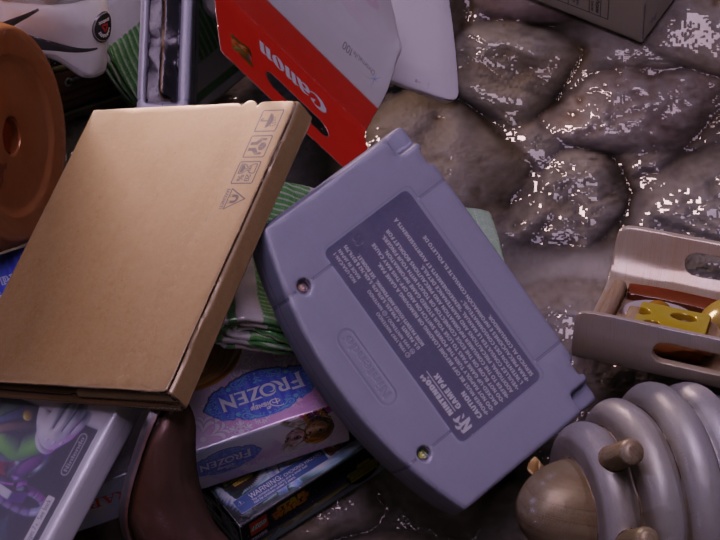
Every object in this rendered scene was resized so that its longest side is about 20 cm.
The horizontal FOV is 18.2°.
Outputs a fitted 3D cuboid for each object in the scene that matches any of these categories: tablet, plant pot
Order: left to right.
[{"bbox_3d":[-0.278,-0.083,1.419,0.139,0.200,0.201,-1,50,20],"label":"plant pot"},{"bbox_3d":[-0.021,-0.194,1.569,0.199,0.014,0.131,18,46,-25],"label":"tablet"}]

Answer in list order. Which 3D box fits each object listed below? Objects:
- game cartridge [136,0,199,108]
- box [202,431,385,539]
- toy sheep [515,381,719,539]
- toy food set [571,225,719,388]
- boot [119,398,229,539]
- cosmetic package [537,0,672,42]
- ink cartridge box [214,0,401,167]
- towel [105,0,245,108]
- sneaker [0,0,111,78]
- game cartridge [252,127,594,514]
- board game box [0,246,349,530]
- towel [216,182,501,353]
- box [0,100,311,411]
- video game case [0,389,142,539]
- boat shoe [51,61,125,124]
[{"bbox_3d":[-0.125,-0.140,1.470,0.041,0.133,0.201,3,70,-6],"label":"game cartridge"},{"bbox_3d":[-0.030,0.073,1.400,0.200,0.040,0.137,-31,55,-20],"label":"box"},{"bbox_3d":[0.182,0.125,1.291,0.199,0.138,0.138,-5,50,-17],"label":"toy sheep"},{"bbox_3d":[0.214,0.019,1.370,0.143,0.061,0.200,12,17,11],"label":"toy food set"},{"bbox_3d":[-0.034,0.170,1.250,0.199,0.187,0.064,11,21,16],"label":"boot"},{"bbox_3d":[0.134,-0.254,1.617,0.199,0.105,0.071,26,56,20],"label":"cosmetic package"},{"bbox_3d":[-0.033,-0.164,1.424,0.057,0.162,0.200,-36,38,16],"label":"ink cartridge box"},{"bbox_3d":[-0.148,-0.208,1.561,0.152,0.023,0.200,-42,103,-30],"label":"towel"},{"bbox_3d":[-0.249,-0.164,1.500,0.199,0.089,0.074,10,26,36],"label":"sneaker"},{"bbox_3d":[0.031,0.033,1.302,0.133,0.041,0.200,-37,92,-26],"label":"game cartridge"},{"bbox_3d":[-0.132,0.051,1.373,0.199,0.041,0.200,-19,50,-10],"label":"board game box"},{"bbox_3d":[0.000,0.000,1.375,0.199,0.023,0.153,7,41,-18],"label":"towel"},{"bbox_3d":[-0.130,-0.012,1.297,0.163,0.021,0.201,1,56,36],"label":"box"},{"bbox_3d":[-0.237,0.136,1.294,0.181,0.023,0.201,17,74,39],"label":"video game case"},{"bbox_3d":[-0.193,-0.154,1.573,0.200,0.068,0.072,-37,57,-25],"label":"boat shoe"}]
